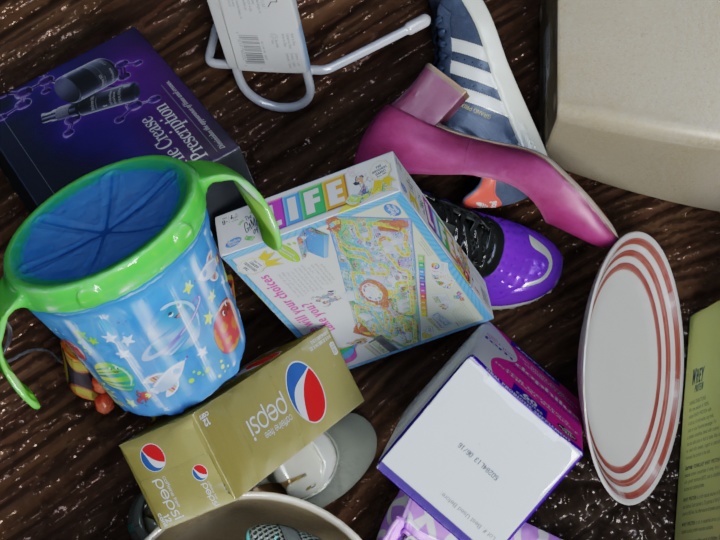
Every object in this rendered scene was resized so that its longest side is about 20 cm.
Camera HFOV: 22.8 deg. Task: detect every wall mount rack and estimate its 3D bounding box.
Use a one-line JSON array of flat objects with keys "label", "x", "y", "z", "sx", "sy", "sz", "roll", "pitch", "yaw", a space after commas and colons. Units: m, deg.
[{"label": "wall mount rack", "x": -0.044, "y": -0.207, "z": 1.332, "sx": 0.173, "sy": 0.200, "sz": 0.075, "roll": 4, "pitch": 55, "yaw": 13}]

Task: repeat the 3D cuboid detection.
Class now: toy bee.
[{"label": "toy bee", "x": -0.174, "y": 0.063, "z": 1.298, "sx": 0.199, "sy": 0.109, "sz": 0.131, "roll": -32, "pitch": 129, "yaw": -4}]

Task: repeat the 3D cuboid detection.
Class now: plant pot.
[{"label": "plant pot", "x": 0.228, "y": -0.161, "z": 1.354, "sx": 0.176, "sy": 0.200, "sz": 0.201, "roll": 1, "pitch": 79, "yaw": -1}]

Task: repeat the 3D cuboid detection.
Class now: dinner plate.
[{"label": "dinner plate", "x": 0.196, "y": 0.072, "z": 1.320, "sx": 0.024, "sy": 0.200, "sz": 0.202, "roll": -1, "pitch": 76, "yaw": 30}]

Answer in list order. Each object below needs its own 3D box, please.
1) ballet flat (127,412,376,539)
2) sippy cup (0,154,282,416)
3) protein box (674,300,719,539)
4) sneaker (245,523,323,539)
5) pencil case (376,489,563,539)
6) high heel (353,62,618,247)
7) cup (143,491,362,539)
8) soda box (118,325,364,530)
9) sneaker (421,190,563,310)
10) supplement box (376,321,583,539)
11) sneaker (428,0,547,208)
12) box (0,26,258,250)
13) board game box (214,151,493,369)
[{"label": "ballet flat", "x": -0.076, "y": 0.158, "z": 1.315, "sx": 0.199, "sy": 0.064, "sz": 0.068, "roll": -21, "pitch": 82, "yaw": -11}, {"label": "sippy cup", "x": -0.140, "y": 0.018, "z": 1.143, "sx": 0.177, "sy": 0.140, "sz": 0.131, "roll": -14, "pitch": 123, "yaw": 17}, {"label": "protein box", "x": 0.327, "y": 0.122, "z": 1.303, "sx": 0.134, "sy": 0.199, "sz": 0.201, "roll": 8, "pitch": 78, "yaw": -7}, {"label": "sneaker", "x": -0.075, "y": 0.254, "z": 1.156, "sx": 0.091, "sy": 0.078, "sz": 0.201, "roll": 26, "pitch": 73, "yaw": 15}, {"label": "pencil case", "x": 0.103, "y": 0.221, "z": 1.314, "sx": 0.199, "sy": 0.086, "sz": 0.084, "roll": 22, "pitch": 80, "yaw": -3}, {"label": "high heel", "x": 0.093, "y": -0.059, "z": 1.324, "sx": 0.200, "sy": 0.067, "sz": 0.096, "roll": 40, "pitch": 94, "yaw": 16}, {"label": "cup", "x": -0.080, "y": 0.261, "z": 1.253, "sx": 0.199, "sy": 0.143, "sz": 0.202, "roll": 2, "pitch": 79, "yaw": -8}, {"label": "soda box", "x": -0.076, "y": 0.103, "z": 1.216, "sx": 0.067, "sy": 0.200, "sz": 0.064, "roll": -25, "pitch": 94, "yaw": 29}, {"label": "sneaker", "x": 0.060, "y": -0.021, "z": 1.347, "sx": 0.199, "sy": 0.100, "sz": 0.070, "roll": 14, "pitch": 80, "yaw": -4}, {"label": "supplement box", "x": 0.089, "y": 0.114, "z": 1.265, "sx": 0.101, "sy": 0.200, "sz": 0.103, "roll": 40, "pitch": 98, "yaw": 1}, {"label": "sneaker", "x": 0.074, "y": -0.141, "z": 1.388, "sx": 0.084, "sy": 0.075, "sz": 0.201, "roll": -22, "pitch": 79, "yaw": -5}, {"label": "box", "x": -0.175, "y": -0.076, "z": 1.285, "sx": 0.141, "sy": 0.079, "sz": 0.200, "roll": -31, "pitch": 42, "yaw": -10}, {"label": "board game box", "x": 0.000, "y": 0.000, "z": 1.268, "sx": 0.134, "sy": 0.200, "sz": 0.034, "roll": -20, "pitch": 57, "yaw": 13}]
